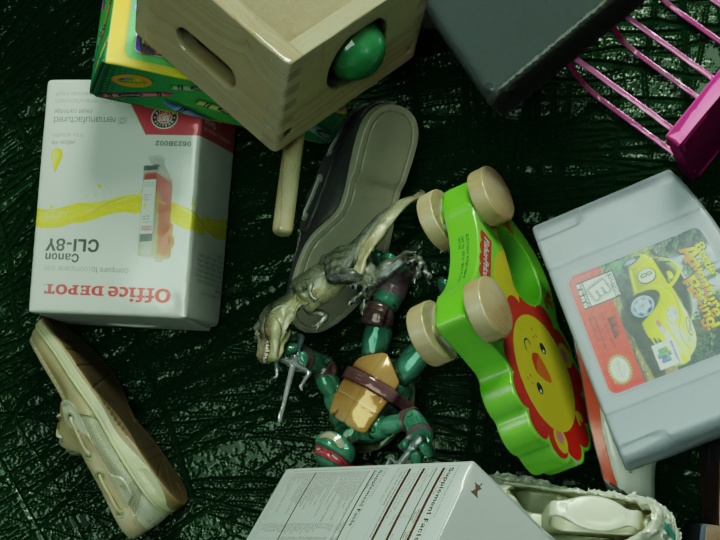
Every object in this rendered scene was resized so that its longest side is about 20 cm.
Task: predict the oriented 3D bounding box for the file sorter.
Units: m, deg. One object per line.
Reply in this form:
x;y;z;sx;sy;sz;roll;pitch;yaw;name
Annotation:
0.262;-0.193;1.193;0.125;0.139;0.200;40;95;18;file sorter

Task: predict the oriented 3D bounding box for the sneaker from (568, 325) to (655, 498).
0.226;0.086;1.205;0.108;0.067;0.201;-15;77;16;sneaker

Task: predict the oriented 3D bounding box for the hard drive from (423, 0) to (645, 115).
0.108;-0.232;1.190;0.140;0.033;0.200;-39;57;14;hard drive

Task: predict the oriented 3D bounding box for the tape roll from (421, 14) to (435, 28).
0.063;-0.303;1.299;0.200;0.066;0.200;-2;82;16;tape roll

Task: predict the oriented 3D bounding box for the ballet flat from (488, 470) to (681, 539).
0.134;0.179;1.164;0.200;0.072;0.072;0;83;17;ballet flat

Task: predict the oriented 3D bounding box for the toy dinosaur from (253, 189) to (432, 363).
0.000;0.000;1.224;0.200;0.047;0.088;-41;34;-20;toy dinosaur

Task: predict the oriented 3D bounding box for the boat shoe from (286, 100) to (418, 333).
-0.014;-0.046;1.304;0.063;0.073;0.200;31;100;60;boat shoe

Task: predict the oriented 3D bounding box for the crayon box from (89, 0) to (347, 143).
-0.108;-0.184;1.271;0.200;0.058;0.119;11;64;-15;crayon box

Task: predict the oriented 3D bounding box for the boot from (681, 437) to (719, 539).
0.304;0.157;1.185;0.097;0.075;0.200;13;87;-1;boot

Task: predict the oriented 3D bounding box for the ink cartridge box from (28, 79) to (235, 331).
-0.190;-0.054;1.329;0.145;0.083;0.200;2;84;15;ink cartridge box

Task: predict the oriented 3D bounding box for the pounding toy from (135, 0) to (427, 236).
-0.056;-0.171;1.187;0.200;0.142;0.184;42;59;18;pounding toy

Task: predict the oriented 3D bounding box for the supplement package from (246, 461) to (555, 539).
0.037;0.248;1.106;0.200;0.191;0.147;-11;42;49;supplement package

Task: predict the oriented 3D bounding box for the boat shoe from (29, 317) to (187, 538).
-0.225;0.130;1.325;0.065;0.072;0.200;-37;81;9;boat shoe

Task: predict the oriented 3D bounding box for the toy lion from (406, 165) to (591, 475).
0.117;0.048;1.199;0.069;0.192;0.200;-25;36;26;toy lion

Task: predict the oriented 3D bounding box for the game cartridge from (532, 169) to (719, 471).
0.221;0.032;1.166;0.133;0.041;0.200;-23;72;8;game cartridge

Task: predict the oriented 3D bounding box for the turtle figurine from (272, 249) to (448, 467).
0.005;0.090;1.250;0.150;0.101;0.200;28;78;10;turtle figurine
